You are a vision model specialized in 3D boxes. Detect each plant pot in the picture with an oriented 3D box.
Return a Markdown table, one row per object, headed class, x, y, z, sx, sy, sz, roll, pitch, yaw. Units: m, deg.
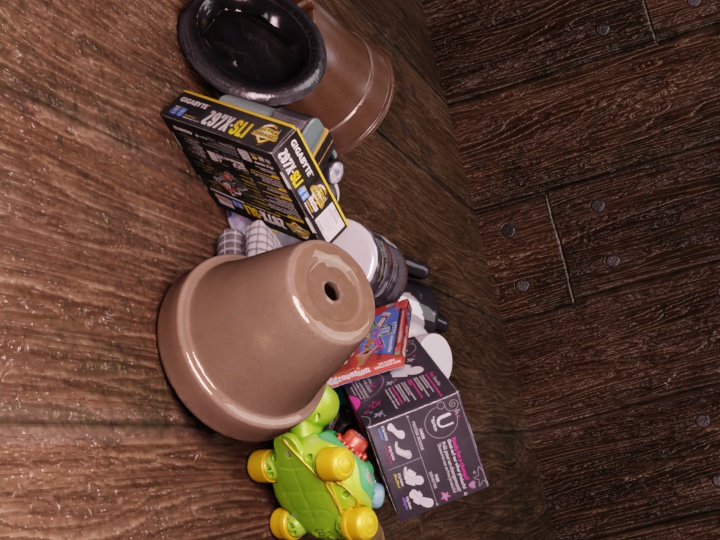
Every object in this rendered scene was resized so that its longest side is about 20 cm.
| class | x | y | z | sx | sy | sz | roll | pitch | yaw |
| --- | --- | --- | --- | --- | --- | --- | --- | --- | --- |
| plant pot | -0.081 | 0.056 | 1.401 | 0.200 | 0.174 | 0.201 | 22 | 53 | -34 |
| plant pot | -0.083 | -0.288 | 1.927 | 0.198 | 0.200 | 0.201 | 39 | 36 | -55 |

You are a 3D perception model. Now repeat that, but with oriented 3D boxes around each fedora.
| class | x | y | z | sx | sy | sz | roll | pitch | yaw |
| --- | --- | --- | --- | --- | --- | --- | --- | --- | --- |
| fedora | -0.142 | -0.271 | 1.763 | 0.092 | 0.200 | 0.201 | 112 | -26 | -57 |

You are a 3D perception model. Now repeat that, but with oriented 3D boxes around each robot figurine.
| class | x | y | z | sx | sy | sz | roll | pitch | yaw |
| --- | --- | --- | --- | --- | --- | --- | --- | --- | --- |
| robot figurine | 0.035 | 0.062 | 2.016 | 0.200 | 0.125 | 0.151 | 23 | 63 | -34 |

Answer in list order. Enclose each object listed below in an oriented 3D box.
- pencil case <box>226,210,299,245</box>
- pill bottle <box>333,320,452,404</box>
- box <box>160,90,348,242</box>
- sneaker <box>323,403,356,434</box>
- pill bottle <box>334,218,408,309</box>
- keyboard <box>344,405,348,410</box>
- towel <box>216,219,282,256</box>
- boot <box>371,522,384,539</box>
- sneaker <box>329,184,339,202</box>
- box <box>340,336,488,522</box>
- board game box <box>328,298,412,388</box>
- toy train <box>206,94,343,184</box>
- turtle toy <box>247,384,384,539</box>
| class | x | y | z | sx | sy | sz | roll | pitch | yaw |
| --- | --- | --- | --- | --- | --- | --- | --- | --- | --- |
| pencil case | -0.100 | -0.040 | 1.778 | 0.200 | 0.083 | 0.091 | 49 | 33 | -61 |
| pill bottle | 0.022 | 0.121 | 1.794 | 0.111 | 0.200 | 0.111 | 5 | 83 | -47 |
| box | -0.123 | -0.117 | 1.579 | 0.049 | 0.200 | 0.160 | -50 | 136 | -20 |
| sneaker | -0.045 | 0.180 | 1.735 | 0.074 | 0.087 | 0.201 | 18 | 57 | -74 |
| pill bottle | 0.000 | 0.000 | 1.777 | 0.200 | 0.106 | 0.107 | 27 | 49 | -71 |
| keyboard | 0.019 | 0.186 | 1.840 | 0.021 | 0.200 | 0.127 | 43 | 70 | -33 |
| towel | -0.108 | 0.064 | 1.633 | 0.200 | 0.085 | 0.166 | 61 | 16 | -44 |
| boot | 0.019 | 0.427 | 1.767 | 0.200 | 0.066 | 0.175 | -89 | 159 | -53 |
| sneaker | -0.110 | -0.141 | 1.791 | 0.200 | 0.074 | 0.080 | 44 | 17 | 17 |
| box | 0.058 | 0.182 | 1.609 | 0.200 | 0.114 | 0.132 | -125 | -165 | -71 |
| board game box | 0.009 | 0.088 | 1.676 | 0.200 | 0.103 | 0.019 | -76 | 145 | -72 |
| toy train | -0.114 | -0.158 | 1.662 | 0.085 | 0.200 | 0.114 | -59 | 149 | -17 |
| turtle toy | -0.044 | 0.215 | 1.536 | 0.101 | 0.145 | 0.201 | -35 | 111 | -47 |
